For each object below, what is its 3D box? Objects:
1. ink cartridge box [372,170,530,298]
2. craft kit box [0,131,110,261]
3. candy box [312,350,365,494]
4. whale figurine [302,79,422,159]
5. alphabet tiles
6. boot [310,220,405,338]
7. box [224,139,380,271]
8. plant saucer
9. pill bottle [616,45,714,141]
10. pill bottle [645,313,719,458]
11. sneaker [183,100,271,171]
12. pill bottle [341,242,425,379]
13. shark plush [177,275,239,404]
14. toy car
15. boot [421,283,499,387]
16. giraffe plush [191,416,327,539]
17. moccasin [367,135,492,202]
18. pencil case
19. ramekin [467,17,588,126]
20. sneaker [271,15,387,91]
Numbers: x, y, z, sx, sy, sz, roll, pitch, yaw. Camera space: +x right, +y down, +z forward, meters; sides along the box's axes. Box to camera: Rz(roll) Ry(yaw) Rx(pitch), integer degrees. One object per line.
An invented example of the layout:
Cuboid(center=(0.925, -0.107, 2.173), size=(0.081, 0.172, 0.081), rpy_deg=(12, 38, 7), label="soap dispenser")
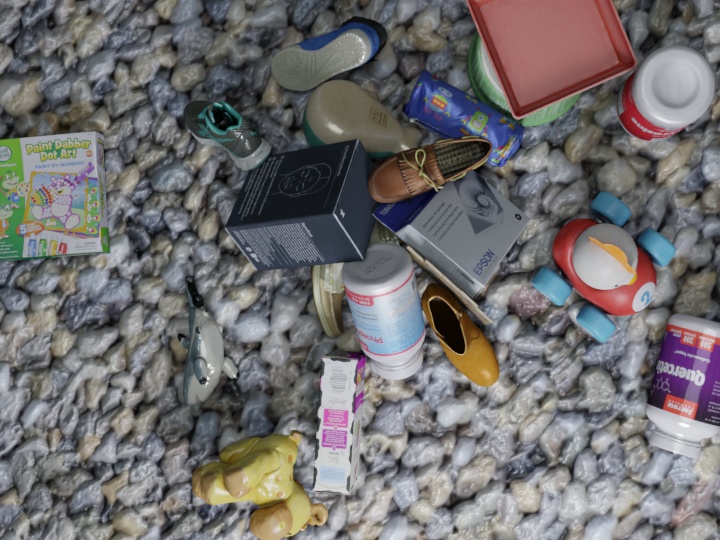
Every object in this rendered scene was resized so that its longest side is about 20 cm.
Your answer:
Cuboid(center=(0.144, -0.083, 1.381), size=(0.199, 0.200, 0.041), rpy_deg=(38, 137, 4), label="ink cartridge box")
Cuboid(center=(-0.521, -0.122, 1.499), size=(0.196, 0.049, 0.202), rpy_deg=(-5, 86, 4), label="craft kit box")
Cuboid(center=(-0.031, 0.232, 1.403), size=(0.060, 0.136, 0.205), rpy_deg=(3, 88, 6), label="candy box")
Cuboid(center=(0.000, -0.216, 1.436), size=(0.197, 0.104, 0.161), rpy_deg=(19, 52, -15), label="whale figurine")
Cuboid(center=(0.133, 0.024, 1.361), size=(0.166, 0.200, 0.006), rpy_deg=(42, 89, 5), label="alphabet tiles")
Cuboid(center=(0.000, 0.000, 1.435), size=(0.151, 0.072, 0.204), rpy_deg=(-6, 84, 8), label="boot")
Cuboid(center=(-0.081, -0.097, 1.365), size=(0.197, 0.108, 0.150), rpy_deg=(-5, 49, 30), label="box")
Cuboid(center=(0.282, -0.352, 1.339), size=(0.197, 0.037, 0.203), rpy_deg=(-23, 87, 5), label="plant saucer")
Cuboid(center=(0.445, -0.255, 1.341), size=(0.110, 0.200, 0.115), rpy_deg=(0, 89, 5), label="pill bottle")
Cuboid(center=(0.503, 0.175, 1.371), size=(0.110, 0.112, 0.204), rpy_deg=(15, 90, 5), label="pill bottle")
Cuboid(center=(-0.221, -0.238, 1.420), size=(0.199, 0.092, 0.078), rpy_deg=(32, 72, 37), label="sneaker")
Cuboid(center=(0.041, 0.067, 1.373), size=(0.106, 0.110, 0.203), rpy_deg=(-11, 127, 4), label="pill bottle")
Cuboid(center=(-0.273, 0.113, 1.464), size=(0.082, 0.090, 0.204), rpy_deg=(-15, 93, 34), label="shark plush")
Cuboid(center=(0.375, -0.007, 1.342), size=(0.176, 0.200, 0.185), rpy_deg=(39, 92, 4), label="toy car")
Cuboid(center=(0.153, 0.113, 1.375), size=(0.070, 0.144, 0.203), rpy_deg=(-33, 98, 8), label="boot")
Cuboid(center=(-0.144, 0.351, 1.419), size=(0.198, 0.172, 0.165), rpy_deg=(-27, 98, -29), label="giraffe plush")
Cuboid(center=(0.105, -0.152, 1.338), size=(0.198, 0.078, 0.075), rpy_deg=(-14, 91, -13), label="moccasin")
Cuboid(center=(0.160, -0.236, 1.425), size=(0.198, 0.078, 0.088), rpy_deg=(30, 79, 5), label="pencil case")
Cuboid(center=(0.267, -0.335, 1.408), size=(0.196, 0.098, 0.205), rpy_deg=(0, 89, 5), label="ramekin")
Cuboid(center=(-0.046, -0.351, 1.453), size=(0.197, 0.111, 0.078), rpy_deg=(-12, 109, 38), label="sneaker")
